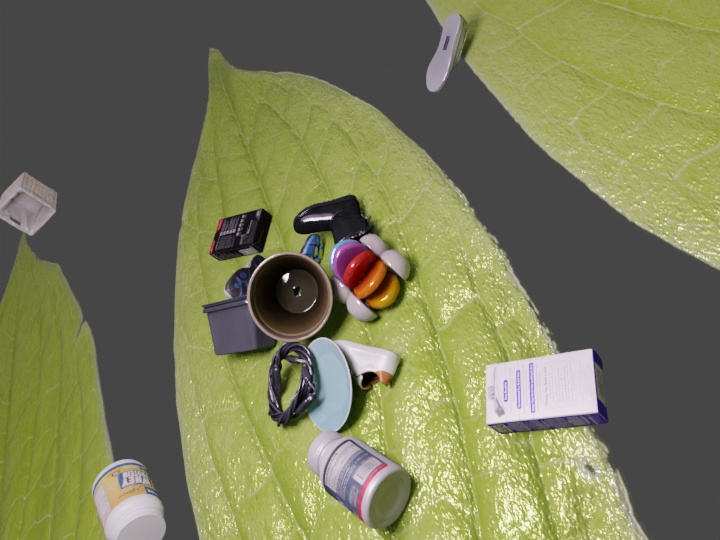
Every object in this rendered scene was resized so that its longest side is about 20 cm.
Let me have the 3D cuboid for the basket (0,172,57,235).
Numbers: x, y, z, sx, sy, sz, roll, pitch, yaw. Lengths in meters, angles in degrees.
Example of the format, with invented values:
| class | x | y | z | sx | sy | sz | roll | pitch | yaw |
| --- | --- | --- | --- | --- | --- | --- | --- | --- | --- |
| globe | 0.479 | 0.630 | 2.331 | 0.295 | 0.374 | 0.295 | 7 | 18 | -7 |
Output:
| class | x | y | z | sx | sy | sz | roll | pitch | yaw |
| --- | --- | --- | --- | --- | --- | --- | --- | --- | --- |
| basket | -1.555 | -0.315 | 2.981 | 0.199 | 0.198 | 0.163 | -37 | 43 | 16 |

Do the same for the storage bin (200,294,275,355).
| class | x | y | z | sx | sy | sz | roll | pitch | yaw |
| --- | --- | --- | --- | --- | --- | --- | --- | --- | --- |
| storage bin | -0.299 | 0.140 | 1.645 | 0.196 | 0.144 | 0.138 | -11 | 85 | 35 |

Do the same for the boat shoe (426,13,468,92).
| class | x | y | z | sx | sy | sz | roll | pitch | yaw |
| --- | --- | --- | --- | --- | --- | --- | --- | --- | --- |
| boat shoe | 0.233 | -0.566 | 1.681 | 0.071 | 0.065 | 0.205 | 21 | 99 | 43 |

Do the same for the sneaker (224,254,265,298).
| class | x | y | z | sx | sy | sz | roll | pitch | yaw |
| --- | --- | --- | --- | --- | --- | --- | --- | --- | --- |
| sneaker | -0.312 | 0.032 | 1.723 | 0.077 | 0.076 | 0.200 | -40 | 4 | 28 |

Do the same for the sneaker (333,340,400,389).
| class | x | y | z | sx | sy | sz | roll | pitch | yaw |
| --- | --- | --- | --- | --- | --- | --- | --- | --- | --- |
| sneaker | -0.012 | 0.206 | 1.381 | 0.197 | 0.073 | 0.086 | 3 | 63 | 41 |

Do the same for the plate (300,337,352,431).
| class | x | y | z | sx | sy | sz | roll | pitch | yaw |
| --- | --- | --- | --- | --- | --- | --- | --- | --- | --- |
| plate | -0.070 | 0.249 | 1.394 | 0.198 | 0.025 | 0.206 | 1 | 92 | 54 |

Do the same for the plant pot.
| class | x | y | z | sx | sy | sz | roll | pitch | yaw |
| --- | --- | --- | --- | --- | --- | --- | --- | --- | --- |
| plant pot | -0.160 | 0.055 | 1.516 | 0.201 | 0.199 | 0.174 | -50 | 3 | 2 |

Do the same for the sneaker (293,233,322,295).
| class | x | y | z | sx | sy | sz | roll | pitch | yaw |
| --- | --- | --- | --- | --- | --- | --- | --- | --- | --- |
| sneaker | -0.164 | -0.009 | 1.657 | 0.082 | 0.070 | 0.203 | 22 | 82 | 40 |

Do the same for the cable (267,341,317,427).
| class | x | y | z | sx | sy | sz | roll | pitch | yaw |
| --- | --- | --- | --- | --- | --- | --- | --- | --- | --- |
| cable | -0.171 | 0.260 | 1.457 | 0.201 | 0.050 | 0.165 | -50 | 53 | 35 |

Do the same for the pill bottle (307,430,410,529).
| class | x | y | z | sx | sy | sz | roll | pitch | yaw |
| --- | --- | --- | --- | --- | --- | --- | --- | --- | --- |
| pill bottle | -0.010 | 0.391 | 1.225 | 0.198 | 0.119 | 0.121 | 20 | 76 | 47 |

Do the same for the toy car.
| class | x | y | z | sx | sy | sz | roll | pitch | yaw |
| --- | --- | --- | --- | --- | --- | --- | --- | --- | --- |
| toy car | 0.000 | 0.000 | 1.450 | 0.176 | 0.149 | 0.200 | -51 | 43 | 2 |

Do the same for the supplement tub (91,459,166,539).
| class | x | y | z | sx | sy | sz | roll | pitch | yaw |
| --- | --- | --- | --- | --- | --- | --- | --- | --- | --- |
| supplement tub | -0.567 | 0.582 | 1.568 | 0.146 | 0.144 | 0.199 | -53 | 43 | -1 |

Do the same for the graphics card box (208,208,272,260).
| class | x | y | z | sx | sy | sz | roll | pitch | yaw |
| --- | --- | --- | --- | --- | --- | --- | --- | --- | --- |
| graphics card box | -0.359 | -0.106 | 1.907 | 0.197 | 0.051 | 0.128 | -11 | 56 | 37 |

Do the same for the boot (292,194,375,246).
| class | x | y | z | sx | sy | sz | roll | pitch | yaw |
| --- | --- | --- | --- | --- | --- | --- | --- | --- | --- |
| boot | -0.064 | -0.101 | 1.592 | 0.194 | 0.074 | 0.164 | -20 | 46 | -3 |

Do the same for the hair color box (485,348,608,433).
| class | x | y | z | sx | sy | sz | roll | pitch | yaw |
| --- | --- | --- | --- | --- | --- | --- | --- | --- | --- |
| hair color box | 0.316 | 0.211 | 1.100 | 0.196 | 0.065 | 0.112 | -14 | 55 | 32 |
